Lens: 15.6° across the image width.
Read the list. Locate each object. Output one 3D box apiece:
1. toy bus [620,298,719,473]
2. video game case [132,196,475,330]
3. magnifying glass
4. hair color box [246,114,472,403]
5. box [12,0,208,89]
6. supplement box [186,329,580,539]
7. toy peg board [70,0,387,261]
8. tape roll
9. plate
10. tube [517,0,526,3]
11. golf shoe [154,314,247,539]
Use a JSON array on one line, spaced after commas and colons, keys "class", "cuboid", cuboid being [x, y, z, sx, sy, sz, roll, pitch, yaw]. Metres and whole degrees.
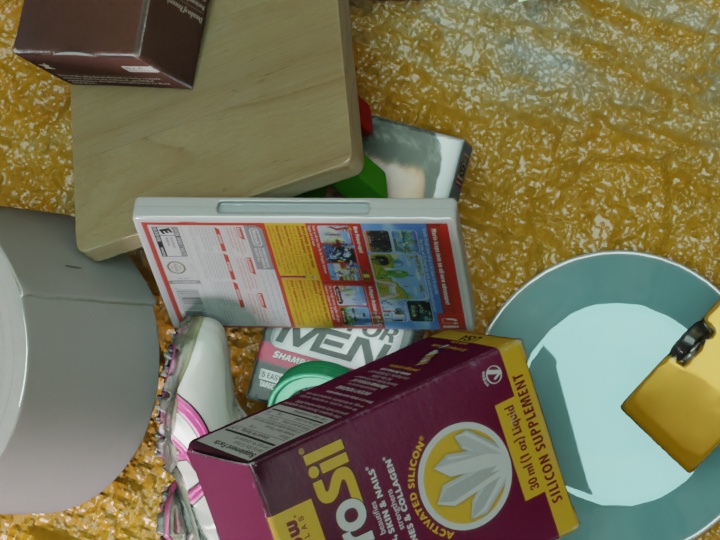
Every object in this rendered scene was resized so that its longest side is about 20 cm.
[{"class": "toy bus", "cuboid": [0.255, 0.036, 1.669, 0.065, 0.078, 0.200, 43, 94, 8]}, {"class": "video game case", "cuboid": [-0.032, -0.003, 1.648, 0.198, 0.143, 0.018, 1, 61, 8]}, {"class": "magnifying glass", "cuboid": [0.014, 0.141, 1.715, 0.079, 0.022, 0.200, -28, 107, 30]}, {"class": "hair color box", "cuboid": [0.000, 0.000, 1.741, 0.098, 0.061, 0.201, 15, 89, 8]}, {"class": "box", "cuboid": [-0.145, -0.221, 1.679, 0.100, 0.075, 0.201, 5, 77, 30]}, {"class": "supplement box", "cuboid": [0.015, 0.132, 1.621, 0.199, 0.103, 0.132, -24, 103, -23]}, {"class": "toy peg board", "cuboid": [-0.079, -0.109, 1.709, 0.199, 0.098, 0.200, -17, 61, 22]}, {"class": "tape roll", "cuboid": [-0.248, 0.057, 1.699, 0.202, 0.139, 0.204, -3, 85, 33]}, {"class": "plate", "cuboid": [0.170, 0.087, 1.731, 0.199, 0.026, 0.202, 0, 88, 7]}, {"class": "tube", "cuboid": [0.111, -0.282, 1.724, 0.058, 0.052, 0.201, -20, 85, 48]}, {"class": "golf shoe", "cuboid": [-0.089, 0.120, 1.724, 0.091, 0.073, 0.201, 2, 116, 4]}]
